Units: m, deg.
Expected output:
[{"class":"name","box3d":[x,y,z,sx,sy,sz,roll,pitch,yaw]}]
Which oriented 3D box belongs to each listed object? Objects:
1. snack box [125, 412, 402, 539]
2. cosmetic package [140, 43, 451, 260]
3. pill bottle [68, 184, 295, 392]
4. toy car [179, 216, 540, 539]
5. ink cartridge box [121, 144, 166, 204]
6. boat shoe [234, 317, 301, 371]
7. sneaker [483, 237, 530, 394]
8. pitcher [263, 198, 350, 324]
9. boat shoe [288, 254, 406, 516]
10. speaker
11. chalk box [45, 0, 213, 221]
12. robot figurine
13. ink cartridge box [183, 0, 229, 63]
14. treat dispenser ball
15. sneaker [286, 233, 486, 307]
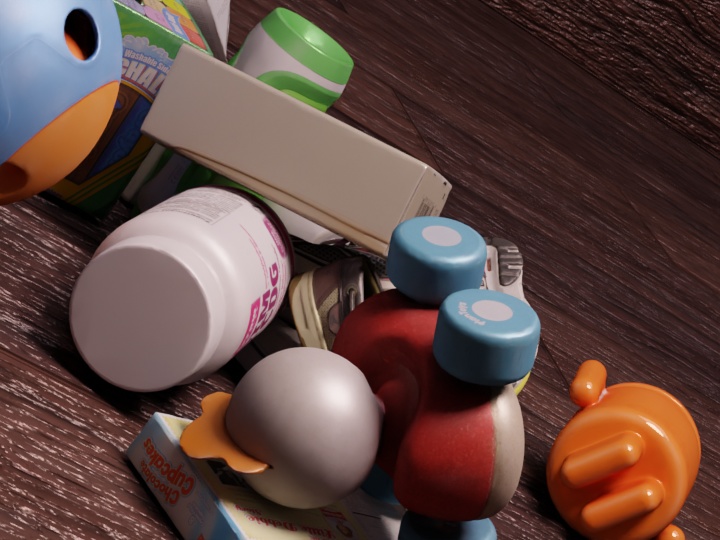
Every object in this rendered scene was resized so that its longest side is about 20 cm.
[{"class":"snack box","box3d":[-0.042,0.153,1.349,0.200,0.037,0.116,20,23,-48]},{"class":"cosmetic package","box3d":[-0.044,-0.079,1.538,0.199,0.073,0.104,26,0,15]},{"class":"pill bottle","box3d":[-0.118,0.012,1.447,0.113,0.114,0.200,38,16,2]},{"class":"toy car","box3d":[-0.015,0.082,1.315,0.199,0.185,0.177,-1,31,-19]},{"class":"ink cartridge box","box3d":[-0.187,-0.151,1.761,0.068,0.115,0.200,16,27,-53]},{"class":"boat shoe","box3d":[-0.013,0.069,1.567,0.202,0.086,0.075,42,16,14]},{"class":"sneaker","box3d":[0.115,0.063,1.901,0.078,0.091,0.200,5,39,2]},{"class":"pitcher","box3d":[-0.025,-0.009,1.744,0.172,0.121,0.200,47,-1,-24]},{"class":"boat shoe","box3d":[0.014,0.085,1.492,0.072,0.066,0.202,-7,73,-60]},{"class":"speaker","box3d":[-0.092,-0.099,1.660,0.088,0.200,0.089,34,15,-11]},{"class":"chalk box","box3d":[-0.198,-0.165,1.617,0.124,0.200,0.125,28,18,-29]},{"class":"robot figurine","box3d":[0.217,0.158,1.775,0.143,0.117,0.200,29,15,10]},{"class":"ink cartridge box","box3d":[-0.184,-0.233,1.856,0.161,0.050,0.200,14,-21,15]},{"class":"treat dispenser ball","box3d":[-0.255,-0.140,1.414,0.200,0.201,0.201,34,16,-11]},{"class":"sneaker","box3d":[0.000,0.000,1.610,0.199,0.075,0.081,17,-14,-24]}]
